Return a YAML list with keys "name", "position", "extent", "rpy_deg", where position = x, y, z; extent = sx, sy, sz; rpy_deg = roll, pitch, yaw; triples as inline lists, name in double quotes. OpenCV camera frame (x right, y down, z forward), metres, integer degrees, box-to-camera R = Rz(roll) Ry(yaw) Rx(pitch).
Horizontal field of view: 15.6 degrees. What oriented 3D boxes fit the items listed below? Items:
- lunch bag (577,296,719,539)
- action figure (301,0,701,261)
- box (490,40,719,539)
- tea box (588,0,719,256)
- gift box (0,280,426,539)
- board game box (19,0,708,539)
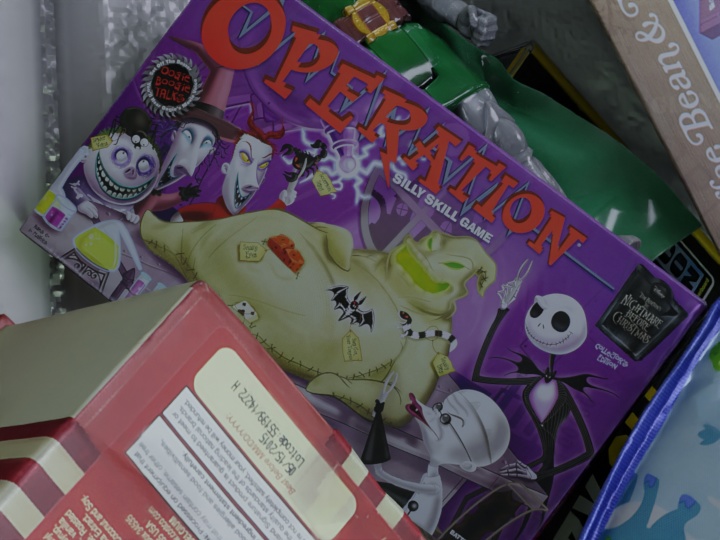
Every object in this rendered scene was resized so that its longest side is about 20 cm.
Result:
- name: "lunch bag"
  position: [0.128, 0.132, 0.881]
  extent: [0.200, 0.127, 0.170]
  rpy_deg: [-57, 157, -5]
- name: "action figure"
  position: [0.015, -0.065, 0.928]
  extent: [0.118, 0.055, 0.200]
  rpy_deg: [-31, 70, -22]
- name: "box"
  position: [0.054, 0.042, 0.974]
  extent: [0.160, 0.049, 0.200]
  rpy_deg: [47, 59, -21]
- name: "tea box"
  position: [0.160, -0.108, 0.966]
  extent: [0.201, 0.133, 0.197]
  rpy_deg: [61, 14, -10]
- name: "gift box"
  position: [-0.077, 0.117, 0.783]
  extent: [0.200, 0.186, 0.185]
  rpy_deg: [-44, 107, -31]
- name: "board game box"
  position: [0.000, 0.000, 0.869]
  extent: [0.200, 0.032, 0.120]
  rpy_deg: [37, 86, 10]
